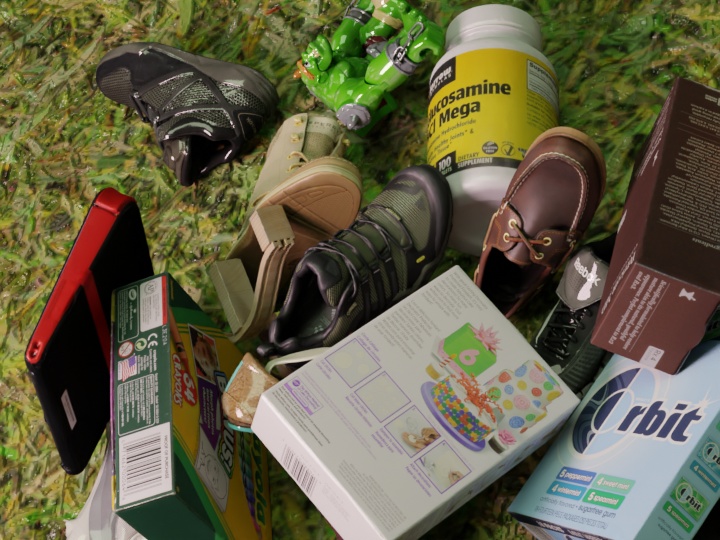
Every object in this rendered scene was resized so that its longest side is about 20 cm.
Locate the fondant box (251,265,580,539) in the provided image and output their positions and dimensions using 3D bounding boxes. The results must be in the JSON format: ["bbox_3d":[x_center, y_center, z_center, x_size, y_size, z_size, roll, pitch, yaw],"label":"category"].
[{"bbox_3d":[0.041,0.106,1.352,0.200,0.058,0.144,-33,71,-27],"label":"fondant box"}]

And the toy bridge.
[{"bbox_3d":[-0.103,0.024,1.528,0.027,0.200,0.068,-11,67,-34],"label":"toy bridge"}]

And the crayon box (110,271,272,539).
[{"bbox_3d":[-0.132,0.131,1.448,0.058,0.173,0.201,-18,53,17],"label":"crayon box"}]

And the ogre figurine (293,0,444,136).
[{"bbox_3d":[0.008,-0.190,1.641,0.120,0.098,0.200,-52,42,5],"label":"ogre figurine"}]

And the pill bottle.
[{"bbox_3d":[0.112,-0.122,1.545,0.112,0.113,0.201,-10,55,18],"label":"pill bottle"}]

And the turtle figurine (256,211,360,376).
[{"bbox_3d":[-0.004,0.034,1.524,0.161,0.064,0.200,-35,51,0],"label":"turtle figurine"}]

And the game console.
[{"bbox_3d":[-0.216,0.048,1.476,0.031,0.200,0.178,17,60,13],"label":"game console"}]

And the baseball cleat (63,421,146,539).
[{"bbox_3d":[-0.175,0.180,1.516,0.106,0.070,0.201,14,67,14],"label":"baseball cleat"}]

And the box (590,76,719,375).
[{"bbox_3d":[0.233,-0.035,1.345,0.075,0.100,0.201,19,49,-1],"label":"box"}]

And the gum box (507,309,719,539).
[{"bbox_3d":[0.216,0.118,1.330,0.200,0.045,0.170,-54,20,-15],"label":"gum box"}]

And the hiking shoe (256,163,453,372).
[{"bbox_3d":[0.000,0.000,1.438,0.076,0.101,0.200,36,93,19],"label":"hiking shoe"}]

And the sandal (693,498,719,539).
[{"bbox_3d":[0.259,0.155,1.334,0.075,0.048,0.201,18,67,33],"label":"sandal"}]

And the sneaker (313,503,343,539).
[{"bbox_3d":[0.009,0.210,1.368,0.075,0.116,0.200,-34,51,0],"label":"sneaker"}]

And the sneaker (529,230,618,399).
[{"bbox_3d":[0.177,0.027,1.429,0.200,0.091,0.066,-46,51,-9],"label":"sneaker"}]

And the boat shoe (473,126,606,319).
[{"bbox_3d":[0.136,-0.028,1.426,0.070,0.200,0.070,28,55,9],"label":"boat shoe"}]

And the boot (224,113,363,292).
[{"bbox_3d":[-0.043,-0.079,1.558,0.200,0.073,0.156,-47,19,52],"label":"boot"}]

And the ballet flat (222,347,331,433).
[{"bbox_3d":[-0.008,0.097,1.417,0.199,0.068,0.073,9,96,-14],"label":"ballet flat"}]

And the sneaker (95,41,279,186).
[{"bbox_3d":[-0.184,-0.148,1.722,0.198,0.076,0.115,17,60,26],"label":"sneaker"}]
